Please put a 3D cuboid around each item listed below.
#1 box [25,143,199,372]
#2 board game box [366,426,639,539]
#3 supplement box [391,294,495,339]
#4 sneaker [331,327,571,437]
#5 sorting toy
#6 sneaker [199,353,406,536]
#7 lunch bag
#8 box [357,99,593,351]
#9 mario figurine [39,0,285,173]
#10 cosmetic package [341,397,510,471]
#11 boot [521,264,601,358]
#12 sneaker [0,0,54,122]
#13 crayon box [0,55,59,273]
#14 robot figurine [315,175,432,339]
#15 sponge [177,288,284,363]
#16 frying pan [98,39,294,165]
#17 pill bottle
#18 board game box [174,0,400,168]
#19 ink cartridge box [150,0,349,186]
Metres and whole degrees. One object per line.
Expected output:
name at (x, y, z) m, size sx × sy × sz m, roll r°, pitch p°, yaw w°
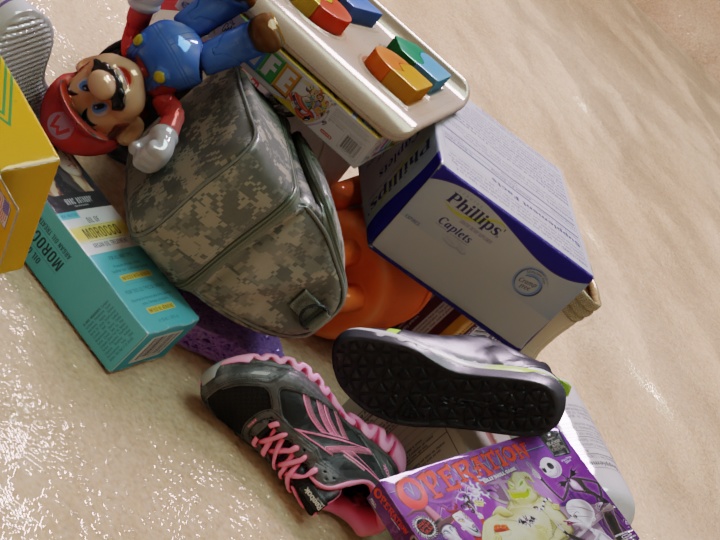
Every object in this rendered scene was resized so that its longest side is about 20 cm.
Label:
box at (-0.215, -0.019, 1.436) m, size 0.200 × 0.049 × 0.082 m, roll 51°, pitch 23°, yaw 10°
board game box at (0.113, 0.192, 1.449) m, size 0.199 × 0.032 × 0.120 m, roll -13°, pitch 52°, yaw -41°
supplement box at (0.065, -0.011, 1.829) m, size 0.085 × 0.110 × 0.200 m, roll 10°, pitch 42°, yaw -55°
sneaker at (0.073, 0.086, 1.520) m, size 0.199 × 0.072 × 0.083 m, roll 16°, pitch 22°, yaw -4°
sorting toy at (0.003, -0.194, 1.580) m, size 0.185 × 0.037 × 0.200 m, roll 42°, pitch 24°, yaw 4°
sneaker at (-0.043, 0.141, 1.460) m, size 0.200 × 0.079 × 0.096 m, roll 34°, pitch 37°, yaw -25°
lunch bag at (-0.090, -0.047, 1.505) m, size 0.168 × 0.139 × 0.200 m, roll 49°, pitch 9°, yaw -26°
box at (0.097, -0.058, 1.672) m, size 0.184 × 0.105 × 0.200 m, roll 35°, pitch 23°, yaw -22°
mario figurine at (-0.160, -0.158, 1.448) m, size 0.124 × 0.199 × 0.106 m, roll 54°, pitch -4°, yaw 46°
cosmetic package at (0.074, 0.173, 1.559) m, size 0.087 × 0.103 × 0.201 m, roll 17°, pitch 38°, yaw -49°
boot at (0.151, 0.006, 1.892) m, size 0.073 × 0.155 × 0.201 m, roll 24°, pitch 32°, yaw -42°
sneaker at (-0.298, -0.175, 1.435) m, size 0.114 × 0.073 × 0.201 m, roll 44°, pitch -21°, yaw 6°
crayon box at (-0.277, -0.085, 1.332) m, size 0.051 × 0.126 × 0.200 m, roll -14°, pitch 61°, yaw -34°
robot figurine at (0.000, 0.002, 1.693) m, size 0.144 × 0.117 × 0.200 m, roll 49°, pitch 22°, yaw 13°
sponge at (-0.127, 0.005, 1.576) m, size 0.111 × 0.030 × 0.201 m, roll 29°, pitch 29°, yaw -37°
frying pan at (-0.150, -0.157, 1.600) m, size 0.031 × 0.189 × 0.115 m, roll -44°, pitch 113°, yaw -72°
pill bottle at (0.181, 0.203, 1.676) m, size 0.114 × 0.114 × 0.201 m, roll 22°, pitch 33°, yaw -45°
board game box at (-0.047, -0.175, 1.562) m, size 0.200 × 0.034 × 0.134 m, roll 42°, pitch 23°, yaw 5°
ink cartridge box at (-0.103, -0.164, 1.709) m, size 0.144 × 0.146 × 0.200 m, roll 20°, pitch 25°, yaw -47°
